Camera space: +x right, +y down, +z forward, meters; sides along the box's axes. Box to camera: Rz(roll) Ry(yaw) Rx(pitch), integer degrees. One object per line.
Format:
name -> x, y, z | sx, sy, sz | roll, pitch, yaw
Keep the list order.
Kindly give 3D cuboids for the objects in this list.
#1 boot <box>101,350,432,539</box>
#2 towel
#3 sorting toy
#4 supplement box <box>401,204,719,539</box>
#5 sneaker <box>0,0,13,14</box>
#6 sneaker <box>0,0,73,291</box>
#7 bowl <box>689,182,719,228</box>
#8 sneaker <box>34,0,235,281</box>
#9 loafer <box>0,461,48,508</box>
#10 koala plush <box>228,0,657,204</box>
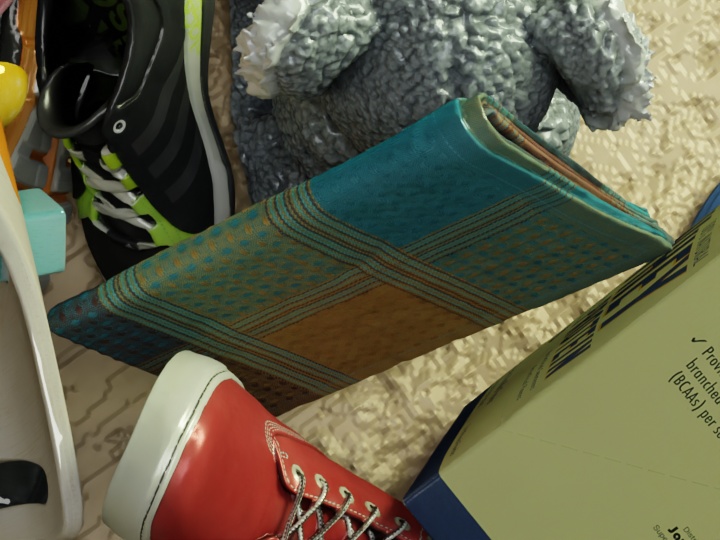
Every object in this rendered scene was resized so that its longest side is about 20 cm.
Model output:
boot -> -0.013, 0.096, 0.960 | 0.144, 0.200, 0.073 | 27, 86, 12
towel -> 0.000, 0.000, 0.976 | 0.199, 0.146, 0.022 | -24, 60, 27
sorting toy -> -0.171, 0.031, 0.947 | 0.199, 0.107, 0.181 | -26, 78, 31
supplement box -> 0.162, 0.087, 0.990 | 0.200, 0.134, 0.200 | -39, 92, 18
sneaker -> -0.184, -0.137, 1.001 | 0.104, 0.200, 0.076 | 22, 114, -19
sneaker -> -0.158, -0.059, 1.043 | 0.077, 0.078, 0.201 | 11, 83, 14
bowl -> 0.232, 0.026, 1.091 | 0.199, 0.039, 0.202 | 1, 85, -7
sneaker -> -0.101, -0.061, 1.001 | 0.071, 0.083, 0.201 | 14, 123, 28
loafer -> -0.214, 0.080, 1.025 | 0.199, 0.068, 0.071 | 6, 54, -1
koala plush -> 0.029, -0.078, 0.996 | 0.176, 0.200, 0.185 | 6, 84, -7
